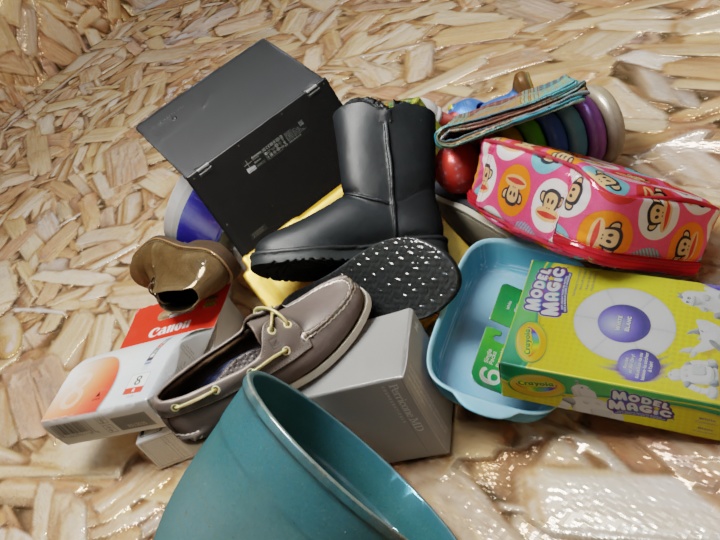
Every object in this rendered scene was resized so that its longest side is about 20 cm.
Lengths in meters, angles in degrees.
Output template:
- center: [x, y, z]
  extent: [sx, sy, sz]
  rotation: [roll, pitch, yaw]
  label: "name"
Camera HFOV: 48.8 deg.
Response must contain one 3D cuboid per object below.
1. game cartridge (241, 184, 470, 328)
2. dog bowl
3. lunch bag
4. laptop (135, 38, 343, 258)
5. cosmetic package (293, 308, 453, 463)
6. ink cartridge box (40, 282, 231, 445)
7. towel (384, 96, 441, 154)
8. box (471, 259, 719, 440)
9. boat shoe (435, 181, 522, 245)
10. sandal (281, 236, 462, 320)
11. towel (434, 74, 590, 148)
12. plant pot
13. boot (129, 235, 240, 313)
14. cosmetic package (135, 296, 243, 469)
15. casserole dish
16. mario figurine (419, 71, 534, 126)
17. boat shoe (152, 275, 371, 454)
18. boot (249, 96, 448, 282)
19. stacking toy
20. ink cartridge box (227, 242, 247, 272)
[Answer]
- center: [0.000, 0.000, 0.810]
  extent: [0.200, 0.032, 0.177]
  rotation: [-37, 72, -10]
  label: "game cartridge"
- center: [-0.148, -0.092, 0.985]
  extent: [0.079, 0.200, 0.200]
  rotation: [36, 65, 10]
  label: "dog bowl"
- center: [0.212, -0.062, 0.716]
  extent: [0.175, 0.083, 0.200]
  rotation: [4, 19, -28]
  label: "lunch bag"
- center: [-0.112, -0.134, 0.890]
  extent: [0.187, 0.201, 0.116]
  rotation: [-38, 17, -13]
  label: "laptop"
- center: [-0.025, 0.116, 0.703]
  extent: [0.199, 0.107, 0.091]
  rotation: [-16, 36, 26]
  label: "cosmetic package"
- center: [-0.242, 0.088, 0.874]
  extent: [0.161, 0.050, 0.201]
  rotation: [-15, 41, 29]
  label: "ink cartridge box"
- center: [0.028, -0.155, 0.933]
  extent: [0.018, 0.086, 0.199]
  rotation: [-51, 28, -20]
  label: "towel"
- center: [0.192, 0.054, 0.614]
  extent: [0.199, 0.049, 0.118]
  rotation: [7, 48, 24]
  label: "box"
- center: [0.131, -0.062, 0.837]
  extent: [0.063, 0.073, 0.200]
  rotation: [-40, 30, -7]
  label: "boat shoe"
- center: [0.009, 0.020, 0.730]
  extent: [0.200, 0.076, 0.048]
  rotation: [-19, -7, 35]
  label: "sandal"
- center: [0.151, -0.166, 0.806]
  extent: [0.146, 0.022, 0.200]
  rotation: [-18, 12, 15]
  label: "towel"
- center: [-0.060, 0.206, 0.553]
  extent: [0.188, 0.200, 0.200]
  rotation: [-50, 35, 0]
  label: "plant pot"
- center: [-0.229, 0.008, 0.932]
  extent: [0.199, 0.074, 0.076]
  rotation: [-2, 39, 47]
  label: "boot"
- center: [-0.185, 0.115, 0.881]
  extent: [0.082, 0.051, 0.201]
  rotation: [-21, 35, 14]
  label: "cosmetic package"
- center: [0.129, 0.052, 0.688]
  extent: [0.120, 0.039, 0.201]
  rotation: [15, 52, 14]
  label: "casserole dish"
- center: [0.115, -0.196, 0.981]
  extent: [0.199, 0.124, 0.106]
  rotation: [-21, 47, 9]
  label: "mario figurine"
- center: [-0.079, 0.067, 0.660]
  extent: [0.200, 0.060, 0.072]
  rotation: [-38, 34, -8]
  label: "boat shoe"
- center: [-0.015, -0.081, 0.783]
  extent: [0.198, 0.076, 0.169]
  rotation: [-6, 74, -4]
  label: "boot"
- center: [0.171, -0.126, 0.828]
  extent: [0.199, 0.086, 0.085]
  rotation: [-20, 32, -11]
  label: "stacking toy"
- center: [-0.036, -0.054, 0.942]
  extent: [0.145, 0.088, 0.200]
  rotation: [16, 58, 44]
  label: "ink cartridge box"
